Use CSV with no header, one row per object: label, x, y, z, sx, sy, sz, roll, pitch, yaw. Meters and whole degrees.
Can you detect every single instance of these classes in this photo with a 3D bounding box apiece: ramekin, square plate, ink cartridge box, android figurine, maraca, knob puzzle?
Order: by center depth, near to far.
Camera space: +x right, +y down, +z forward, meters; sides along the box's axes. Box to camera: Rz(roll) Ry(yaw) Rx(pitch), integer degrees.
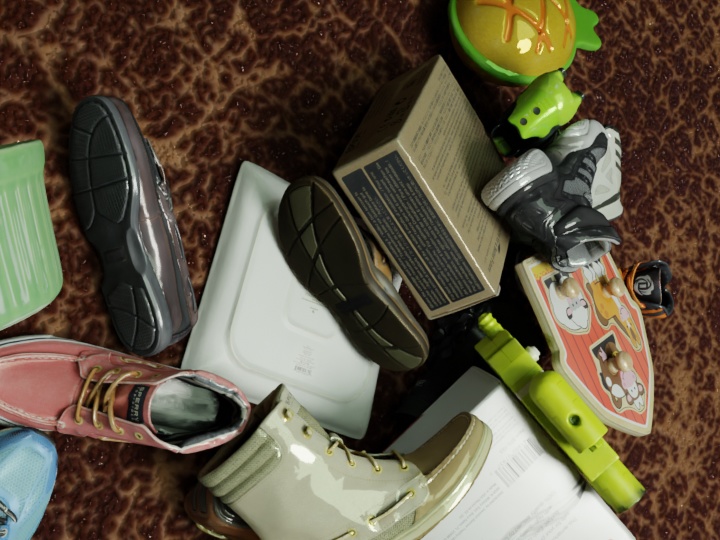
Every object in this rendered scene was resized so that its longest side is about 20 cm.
ramekin,-0.280,-0.009,0.561,0.199,0.199,0.099,-22,106,-35
android figurine,0.168,0.120,0.816,0.041,0.182,0.200,-39,77,2
ink cartridge box,0.123,0.211,0.826,0.145,0.083,0.200,-42,101,-5
square plate,-0.045,0.030,0.829,0.199,0.028,0.200,24,72,-32
ink cartridge box,0.068,-0.080,0.845,0.165,0.075,0.200,56,29,-19
knob puzzle,0.237,0.061,0.885,0.219,0.030,0.221,27,51,-38
maraca,0.172,-0.257,0.962,0.199,0.107,0.138,-27,81,-35

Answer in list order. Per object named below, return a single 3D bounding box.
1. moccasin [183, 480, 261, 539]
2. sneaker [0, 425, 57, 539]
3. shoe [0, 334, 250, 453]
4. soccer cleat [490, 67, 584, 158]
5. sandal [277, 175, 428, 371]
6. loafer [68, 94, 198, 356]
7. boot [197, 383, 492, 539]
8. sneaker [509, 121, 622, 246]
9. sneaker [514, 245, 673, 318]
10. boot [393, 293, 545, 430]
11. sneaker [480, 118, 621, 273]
moccasin,-0.052,0.215,0.785,0.200,0.078,0.074,16,62,-30
sneaker,-0.261,0.197,0.616,0.078,0.090,0.201,41,63,-26
shoe,-0.182,0.089,0.678,0.199,0.091,0.072,14,79,-29
soccer cleat,0.164,-0.142,0.926,0.081,0.200,0.068,-38,84,-1
sandal,0.000,0.000,0.802,0.200,0.081,0.055,52,43,-19
loafer,-0.174,-0.037,0.726,0.063,0.071,0.202,-24,107,-55
boot,-0.008,0.143,0.718,0.200,0.072,0.155,-41,97,-10
sneaker,0.215,-0.098,0.987,0.200,0.075,0.116,-23,118,-45
sneaker,0.265,0.007,1.007,0.199,0.112,0.078,12,79,-35
boot,0.135,0.130,0.925,0.198,0.073,0.163,45,64,-18
sneaker,0.195,-0.065,0.857,0.200,0.075,0.114,-30,83,-47
